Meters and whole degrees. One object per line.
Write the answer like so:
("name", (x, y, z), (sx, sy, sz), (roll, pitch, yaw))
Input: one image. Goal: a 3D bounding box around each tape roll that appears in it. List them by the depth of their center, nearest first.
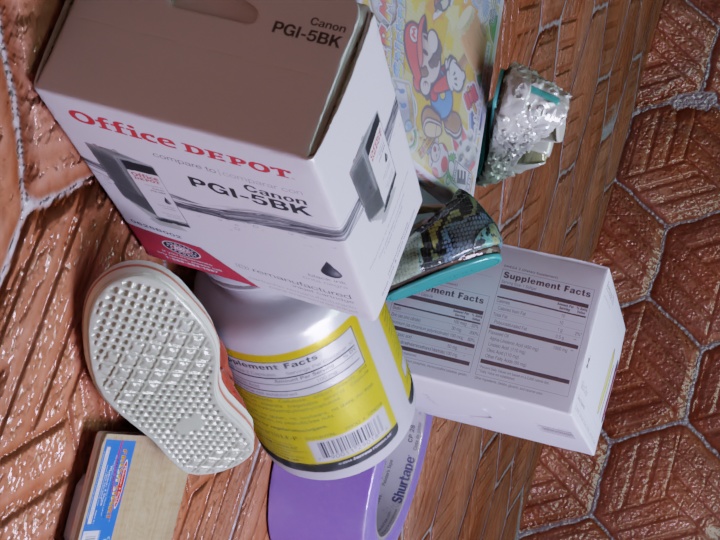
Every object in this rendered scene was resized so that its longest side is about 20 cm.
("tape roll", (-0.003, 0.149, 1.342), (0.200, 0.084, 0.201), (14, 90, -75))

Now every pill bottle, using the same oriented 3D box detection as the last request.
("pill bottle", (-0.038, 0.030, 0.991), (0.201, 0.111, 0.112), (71, 34, -44))

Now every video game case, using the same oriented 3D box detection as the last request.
("video game case", (0.042, -0.168, 1.113), (0.182, 0.023, 0.201), (33, 62, -51))

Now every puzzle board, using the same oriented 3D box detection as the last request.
("puzzle board", (-0.153, 0.193, 0.941), (0.151, 0.017, 0.201), (25, 78, -74))

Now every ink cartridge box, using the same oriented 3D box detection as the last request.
("ink cartridge box", (-0.058, -0.063, 0.801), (0.200, 0.146, 0.083), (68, 41, -65))

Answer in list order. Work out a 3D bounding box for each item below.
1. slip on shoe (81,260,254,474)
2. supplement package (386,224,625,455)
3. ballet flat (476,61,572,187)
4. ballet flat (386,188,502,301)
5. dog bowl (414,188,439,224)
("slip on shoe", (-0.109, 0.049, 0.900), (0.200, 0.074, 0.061), (68, 3, -57))
("supplement package", (0.111, 0.057, 1.218), (0.200, 0.155, 0.112), (48, 57, -71))
("ballet flat", (0.122, -0.104, 1.234), (0.200, 0.071, 0.072), (109, -3, -81))
("ballet flat", (0.000, 0.000, 1.117), (0.074, 0.199, 0.075), (158, -90, -88))
("dog bowl", (0.023, -0.084, 1.235), (0.200, 0.078, 0.202), (14, 90, -76))
